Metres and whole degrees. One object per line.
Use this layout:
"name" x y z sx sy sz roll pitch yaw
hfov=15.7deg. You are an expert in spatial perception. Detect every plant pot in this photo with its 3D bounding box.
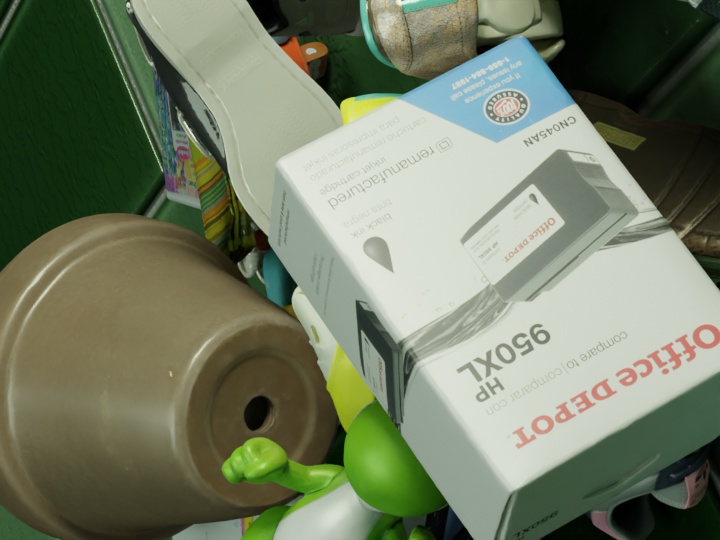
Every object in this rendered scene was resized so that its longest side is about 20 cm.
"plant pot" -0.103 0.072 1.503 0.175 0.200 0.200 8 110 52

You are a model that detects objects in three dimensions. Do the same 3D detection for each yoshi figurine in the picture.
"yoshi figurine" -0.007 0.126 1.317 0.200 0.112 0.112 -52 31 16

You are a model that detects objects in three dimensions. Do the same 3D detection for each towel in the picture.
"towel" -0.100 -0.099 1.621 0.086 0.018 0.200 143 118 -68

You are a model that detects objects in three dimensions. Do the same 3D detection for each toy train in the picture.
"toy train" -0.035 -0.057 1.627 0.150 0.056 0.200 -115 23 -46

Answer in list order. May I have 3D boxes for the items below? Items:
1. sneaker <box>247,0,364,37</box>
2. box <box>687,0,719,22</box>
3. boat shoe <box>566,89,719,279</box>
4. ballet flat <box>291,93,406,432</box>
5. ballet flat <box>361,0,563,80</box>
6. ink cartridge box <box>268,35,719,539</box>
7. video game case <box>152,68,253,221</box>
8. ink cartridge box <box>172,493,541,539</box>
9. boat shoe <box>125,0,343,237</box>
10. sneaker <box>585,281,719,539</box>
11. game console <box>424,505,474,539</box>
"sneaker" -0.022 -0.199 1.439 0.078 0.140 0.200 53 145 35
"box" 0.156 -0.226 1.134 0.158 0.051 0.200 -47 56 18
"boat shoe" 0.153 -0.031 1.304 0.200 0.072 0.076 37 159 54
"ballet flat" 0.000 0.000 1.361 0.067 0.067 0.200 -69 -10 -68
"ballet flat" 0.065 -0.120 1.327 0.067 0.200 0.068 -16 87 20
"ink cartridge box" 0.070 0.011 1.225 0.200 0.145 0.084 54 161 21
"video game case" -0.102 -0.129 1.683 0.200 0.024 0.182 -163 66 -71
"ink cartridge box" -0.004 0.164 1.573 0.200 0.146 0.083 -22 82 61
"boat shoe" -0.062 -0.086 1.433 0.200 0.074 0.060 52 170 -1
"sneaker" 0.162 0.074 1.340 0.082 0.070 0.200 49 148 8
"game console" 0.040 0.052 1.392 0.200 0.119 0.172 125 163 -49
